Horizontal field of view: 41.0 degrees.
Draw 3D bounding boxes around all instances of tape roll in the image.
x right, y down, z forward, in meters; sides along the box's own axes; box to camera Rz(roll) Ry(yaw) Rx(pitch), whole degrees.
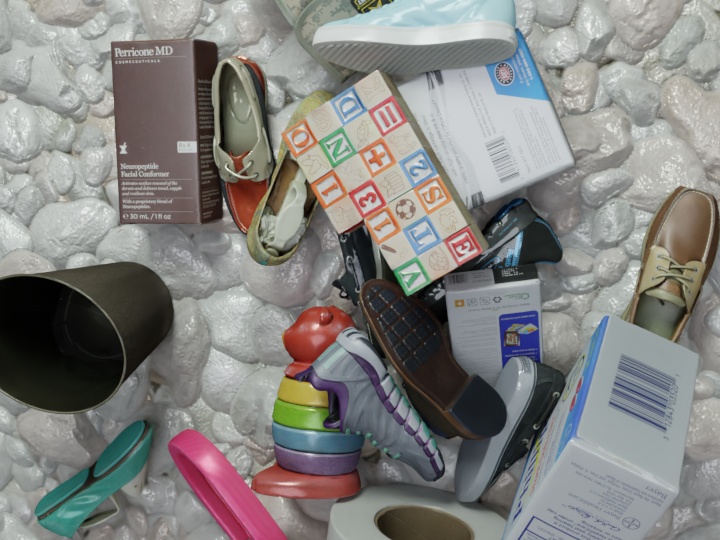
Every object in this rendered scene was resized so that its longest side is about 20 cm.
[{"bbox_3d":[0.058,0.331,1.017,0.202,0.203,0.140,9,102,10],"label":"tape roll"}]

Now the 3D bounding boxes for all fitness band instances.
[{"bbox_3d":[-0.144,0.263,1.082,0.037,0.144,0.200,-39,90,-21],"label":"fitness band"}]

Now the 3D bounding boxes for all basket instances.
[{"bbox_3d":[-0.295,0.059,1.049,0.180,0.200,0.137,18,101,8],"label":"basket"}]

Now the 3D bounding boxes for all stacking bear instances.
[{"bbox_3d":[-0.047,0.138,1.060,0.113,0.121,0.201,4,92,14],"label":"stacking bear"}]

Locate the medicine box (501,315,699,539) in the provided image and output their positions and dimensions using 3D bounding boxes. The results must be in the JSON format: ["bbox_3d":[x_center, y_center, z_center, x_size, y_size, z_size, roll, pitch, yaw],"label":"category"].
[{"bbox_3d":[0.229,0.181,0.929,0.103,0.182,0.200,25,131,6],"label":"medicine box"}]

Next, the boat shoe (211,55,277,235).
[{"bbox_3d":[-0.127,-0.133,1.054,0.071,0.063,0.201,-2,100,10],"label":"boat shoe"}]

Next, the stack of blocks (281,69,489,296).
[{"bbox_3d":[0.025,-0.078,0.942,0.115,0.059,0.201,-31,89,15],"label":"stack of blocks"}]

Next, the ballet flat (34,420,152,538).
[{"bbox_3d":[-0.303,0.255,1.160,0.200,0.067,0.070,-39,114,15],"label":"ballet flat"}]

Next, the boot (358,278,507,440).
[{"bbox_3d":[0.055,0.101,0.994,0.075,0.097,0.200,-40,91,-29],"label":"boot"}]

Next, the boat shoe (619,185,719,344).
[{"bbox_3d":[0.315,0.016,0.976,0.075,0.074,0.201,16,102,9],"label":"boat shoe"}]

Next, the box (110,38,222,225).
[{"bbox_3d":[-0.212,-0.152,1.064,0.100,0.075,0.201,0,97,12],"label":"box"}]

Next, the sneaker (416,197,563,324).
[{"bbox_3d":[0.124,0.018,1.019,0.082,0.073,0.200,45,107,-3],"label":"sneaker"}]

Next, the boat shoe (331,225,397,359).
[{"bbox_3d":[-0.001,0.000,1.042,0.066,0.074,0.200,-8,97,15],"label":"boat shoe"}]

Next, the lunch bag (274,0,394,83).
[{"bbox_3d":[-0.014,-0.312,0.975,0.164,0.118,0.200,-36,96,15],"label":"lunch bag"}]

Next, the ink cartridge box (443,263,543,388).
[{"bbox_3d":[0.144,0.083,1.013,0.094,0.037,0.201,-7,126,5],"label":"ink cartridge box"}]

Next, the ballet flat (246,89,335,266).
[{"bbox_3d":[-0.064,-0.096,1.027,0.070,0.071,0.201,24,92,7],"label":"ballet flat"}]

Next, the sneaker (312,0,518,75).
[{"bbox_3d":[0.053,-0.241,0.934,0.199,0.074,0.082,1,74,11],"label":"sneaker"}]

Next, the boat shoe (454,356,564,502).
[{"bbox_3d":[0.155,0.177,1.025,0.056,0.069,0.201,12,125,-12],"label":"boat shoe"}]

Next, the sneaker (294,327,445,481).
[{"bbox_3d":[0.010,0.157,1.009,0.087,0.074,0.200,-36,109,-10],"label":"sneaker"}]

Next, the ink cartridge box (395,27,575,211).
[{"bbox_3d":[0.102,-0.136,0.991,0.199,0.086,0.147,-22,92,16],"label":"ink cartridge box"}]
